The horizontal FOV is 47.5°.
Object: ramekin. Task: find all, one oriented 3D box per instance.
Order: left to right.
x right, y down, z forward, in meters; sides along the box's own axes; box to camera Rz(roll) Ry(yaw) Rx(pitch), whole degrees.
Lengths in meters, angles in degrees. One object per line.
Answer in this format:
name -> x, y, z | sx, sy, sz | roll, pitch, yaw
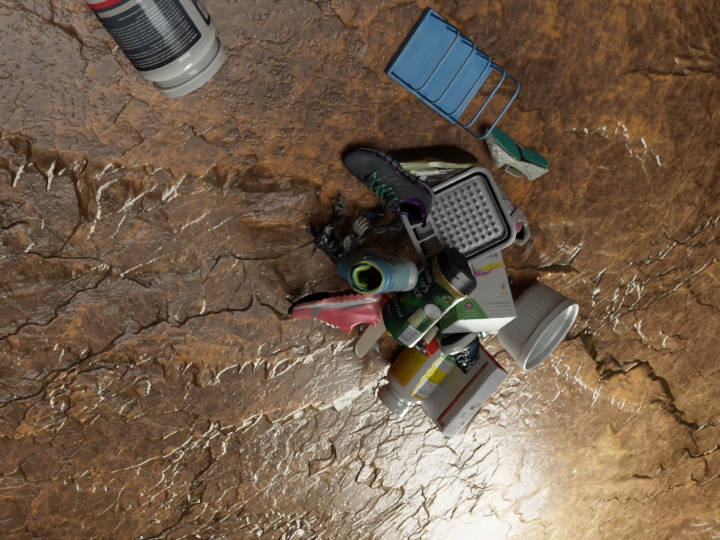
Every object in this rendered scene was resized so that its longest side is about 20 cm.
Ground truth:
ramekin -> 0.416, 0.127, 1.944 | 0.199, 0.105, 0.201 | -37, 152, -24

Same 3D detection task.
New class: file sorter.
file sorter -> 0.175, -0.355, 1.503 | 0.199, 0.123, 0.140 | 26, 105, -39

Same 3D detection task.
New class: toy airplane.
toy airplane -> 0.072, 0.086, 1.749 | 0.197, 0.141, 0.203 | 0, 83, -20

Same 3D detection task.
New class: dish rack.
dish rack -> 0.195, -0.097, 1.640 | 0.198, 0.044, 0.174 | -25, 95, 8

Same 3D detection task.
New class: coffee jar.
coffee jar -> 0.135, 0.050, 1.599 | 0.085, 0.105, 0.200 | 37, 110, -25

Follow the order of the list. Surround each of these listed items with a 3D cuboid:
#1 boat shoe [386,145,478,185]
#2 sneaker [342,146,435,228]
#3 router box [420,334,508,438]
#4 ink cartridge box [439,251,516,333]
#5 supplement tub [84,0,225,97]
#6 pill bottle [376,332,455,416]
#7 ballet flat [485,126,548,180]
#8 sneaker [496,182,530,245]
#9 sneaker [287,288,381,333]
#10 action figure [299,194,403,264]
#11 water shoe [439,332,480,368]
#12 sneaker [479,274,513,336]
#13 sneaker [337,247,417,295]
boat shoe -> 0.138, -0.204, 1.624 | 0.197, 0.074, 0.066 | -2, 127, -18
sneaker -> 0.053, -0.158, 1.542 | 0.198, 0.088, 0.075 | 28, 132, -11
router box -> 0.220, 0.253, 1.901 | 0.049, 0.180, 0.201 | 31, 103, -40
ink cartridge box -> 0.229, 0.021, 1.724 | 0.143, 0.203, 0.088 | -1, 157, -23
supplement tub -> -0.302, -0.372, 1.202 | 0.140, 0.141, 0.201 | -36, 131, -3
pill bottle -> 0.130, 0.233, 1.879 | 0.112, 0.113, 0.201 | 30, 103, -40
ballet flat -> 0.316, -0.233, 1.707 | 0.198, 0.072, 0.072 | 20, 110, -38
sneaker -> 0.308, -0.122, 1.759 | 0.199, 0.088, 0.082 | 32, 102, -40
sneaker -> -0.050, 0.089, 1.652 | 0.197, 0.074, 0.088 | -8, 100, 11
action figure -> -0.022, -0.085, 1.581 | 0.198, 0.119, 0.103 | -20, 140, -29
water shoe -> 0.227, 0.173, 1.769 | 0.071, 0.080, 0.200 | -14, 179, 22
sneaker -> 0.297, 0.052, 1.886 | 0.139, 0.078, 0.201 | -39, 141, -4
sneaker -> 0.000, 0.000, 1.588 | 0.130, 0.198, 0.081 | -5, 97, -47
